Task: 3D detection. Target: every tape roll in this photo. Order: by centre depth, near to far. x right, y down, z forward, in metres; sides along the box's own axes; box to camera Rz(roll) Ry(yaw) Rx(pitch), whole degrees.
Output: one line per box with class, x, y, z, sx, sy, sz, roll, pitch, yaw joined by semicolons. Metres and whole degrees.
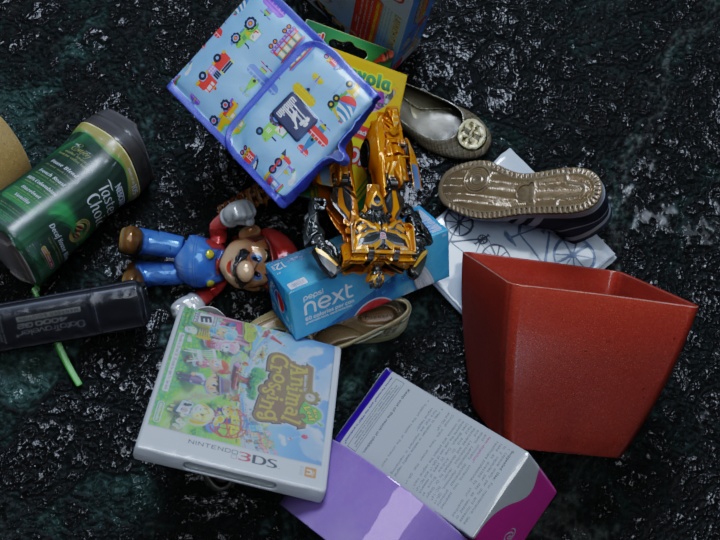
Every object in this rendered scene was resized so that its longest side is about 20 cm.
tape roll;0.020;0.265;0.963;0.200;0.200;0.085;38;77;4

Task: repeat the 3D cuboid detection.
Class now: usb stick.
usb stick;-0.329;0.051;1.032;0.199;0.033;0.056;-10;106;-4

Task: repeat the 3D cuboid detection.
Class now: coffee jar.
coffee jar;-0.319;-0.084;1.046;0.085;0.105;0.200;30;61;21

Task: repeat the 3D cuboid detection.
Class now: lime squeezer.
lime squeezer;-0.340;0.029;1.076;0.070;0.038;0.201;14;73;-35

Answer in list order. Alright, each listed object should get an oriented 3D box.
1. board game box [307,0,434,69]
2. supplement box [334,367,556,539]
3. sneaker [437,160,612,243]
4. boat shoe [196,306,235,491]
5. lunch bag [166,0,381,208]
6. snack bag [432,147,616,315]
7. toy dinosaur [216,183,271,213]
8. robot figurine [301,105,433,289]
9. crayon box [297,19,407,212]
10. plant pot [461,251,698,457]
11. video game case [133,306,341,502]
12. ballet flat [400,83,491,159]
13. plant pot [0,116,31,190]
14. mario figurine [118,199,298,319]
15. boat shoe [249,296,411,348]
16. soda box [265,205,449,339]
board game box;-0.005;-0.354;1.108;0.196;0.200;0.056;42;75;5
supplement box;0.087;0.202;0.985;0.200;0.101;0.104;25;72;41
sneaker;0.197;-0.078;1.113;0.199;0.108;0.071;5;79;30
boat shoe;-0.155;0.140;1.027;0.066;0.057;0.201;-6;92;-8
lunch bag;-0.077;-0.171;0.983;0.151;0.094;0.200;-46;66;8
snack bag;0.178;-0.018;1.137;0.200;0.021;0.189;-43;83;-10
toy dinosaur;-0.091;-0.144;1.109;0.136;0.102;0.200;46;54;-11
robot figurine;0.006;-0.079;0.999;0.144;0.058;0.201;0;67;-21
crayon box;-0.023;-0.174;1.081;0.126;0.051;0.201;12;90;-30
plant pot;0.213;0.092;1.021;0.199;0.200;0.177;7;99;-9
video game case;-0.114;0.127;0.947;0.181;0.022;0.200;15;37;-8
ballet flat;0.070;-0.197;1.156;0.199;0.046;0.068;29;76;2
plant pot;-0.469;-0.090;1.028;0.200;0.186;0.187;-38;83;-28
mario figurine;-0.168;-0.008;1.053;0.199;0.124;0.106;-1;56;-1
boat shoe;-0.041;0.061;1.076;0.199;0.063;0.074;-15;79;-9
soda box;0.000;0.000;1.049;0.199;0.068;0.064;-21;40;-20
